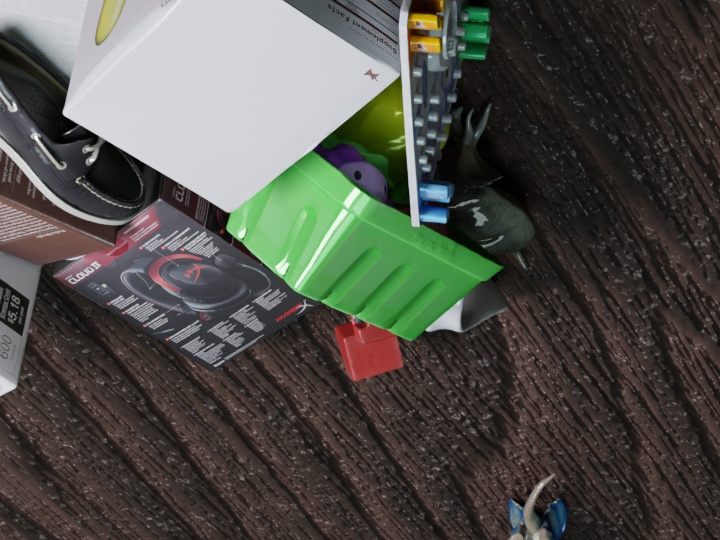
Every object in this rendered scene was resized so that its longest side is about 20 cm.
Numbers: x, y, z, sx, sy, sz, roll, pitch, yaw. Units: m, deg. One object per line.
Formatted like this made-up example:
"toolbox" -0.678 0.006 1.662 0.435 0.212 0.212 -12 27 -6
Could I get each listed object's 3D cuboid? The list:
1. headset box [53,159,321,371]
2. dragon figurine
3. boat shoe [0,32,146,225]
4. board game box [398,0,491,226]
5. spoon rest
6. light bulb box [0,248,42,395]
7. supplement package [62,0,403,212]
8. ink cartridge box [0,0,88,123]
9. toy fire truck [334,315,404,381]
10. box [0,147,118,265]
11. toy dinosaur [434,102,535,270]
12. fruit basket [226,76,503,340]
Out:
"headset box" -0.150 -0.016 1.636 0.199 0.076 0.148 33 133 -30
"dragon figurine" 0.177 0.264 1.954 0.058 0.100 0.202 -2 121 11
"boat shoe" -0.227 -0.108 1.463 0.060 0.074 0.200 -24 127 35
"board game box" 0.062 -0.166 1.329 0.026 0.201 0.201 7 141 11
"spoon rest" 0.072 0.023 1.613 0.098 0.061 0.200 3 175 6
"light bulb box" -0.373 -0.010 1.570 0.124 0.200 0.200 -26 133 32
"supplement package" -0.080 -0.190 1.319 0.146 0.201 0.191 30 134 -28
"ink cartridge box" -0.257 -0.184 1.463 0.108 0.051 0.201 11 140 -11
"toy fire truck" 0.000 0.000 1.619 0.048 0.141 0.202 -15 102 -9
"box" -0.290 -0.073 1.512 0.100 0.076 0.199 -11 152 40
"toy dinosaur" 0.095 -0.042 1.579 0.102 0.077 0.200 -8 137 36
"fruit basket" 0.019 -0.075 1.437 0.215 0.155 0.217 -27 138 -28
